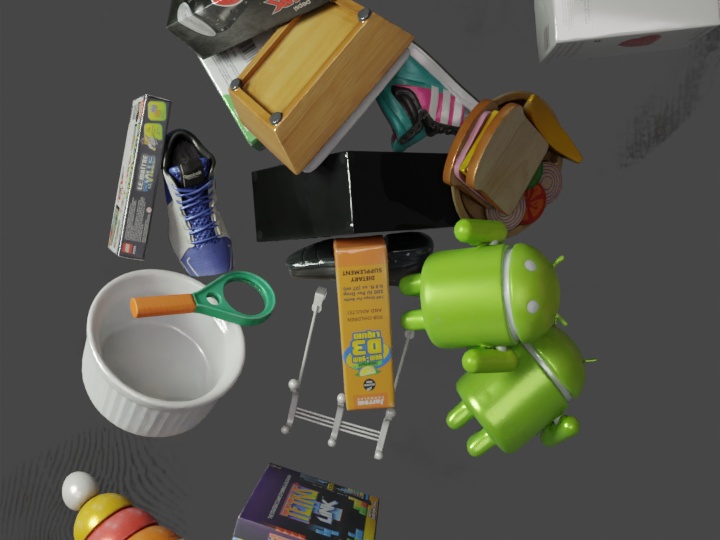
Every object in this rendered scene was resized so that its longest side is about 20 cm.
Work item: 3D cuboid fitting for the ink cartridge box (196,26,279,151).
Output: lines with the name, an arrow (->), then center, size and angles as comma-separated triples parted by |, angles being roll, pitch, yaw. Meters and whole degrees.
ink cartridge box -> -0.092, -0.274, 0.999 | 0.197, 0.083, 0.149 | -31, 90, 3

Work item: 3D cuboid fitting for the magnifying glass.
magnifying glass -> -0.196, 0.039, 0.980 | 0.023, 0.196, 0.081 | -54, 53, 40

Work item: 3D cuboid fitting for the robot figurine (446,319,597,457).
robot figurine -> 0.202, 0.149, 0.979 | 0.199, 0.116, 0.176 | -41, 77, 3

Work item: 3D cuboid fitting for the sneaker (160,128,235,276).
sneaker -> -0.218, -0.091, 0.989 | 0.079, 0.115, 0.205 | -15, 92, -13

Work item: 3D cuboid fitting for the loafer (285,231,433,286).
loafer -> 0.000, 0.000, 1.009 | 0.194, 0.073, 0.074 | -3, 116, 5

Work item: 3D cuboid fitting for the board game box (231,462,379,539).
board game box -> -0.063, 0.318, 0.958 | 0.162, 0.200, 0.058 | 18, 95, 2

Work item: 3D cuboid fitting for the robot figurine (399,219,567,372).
robot figurine -> 0.147, 0.031, 0.919 | 0.195, 0.115, 0.181 | -5, 82, 23

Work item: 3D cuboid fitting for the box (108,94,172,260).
box -> -0.290, -0.121, 1.001 | 0.034, 0.110, 0.205 | 10, 93, -26

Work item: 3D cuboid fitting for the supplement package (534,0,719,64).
supplement package -> 0.324, -0.339, 0.954 | 0.194, 0.121, 0.123 | -5, 92, 4

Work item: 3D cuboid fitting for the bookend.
bookend -> -0.003, -0.092, 0.983 | 0.197, 0.196, 0.095 | -6, 93, -41

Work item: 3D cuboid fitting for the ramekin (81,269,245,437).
ramekin -> -0.252, 0.108, 0.965 | 0.199, 0.201, 0.098 | 36, 129, 1

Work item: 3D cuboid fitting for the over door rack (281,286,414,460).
over door rack -> -0.016, 0.137, 1.016 | 0.144, 0.067, 0.205 | 15, 93, 2

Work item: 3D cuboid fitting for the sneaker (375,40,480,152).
sneaker -> 0.093, -0.189, 0.993 | 0.199, 0.084, 0.121 | 41, 100, -6

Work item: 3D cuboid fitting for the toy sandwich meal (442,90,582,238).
toy sandwich meal -> 0.192, -0.127, 0.948 | 0.201, 0.070, 0.210 | -12, 115, -28

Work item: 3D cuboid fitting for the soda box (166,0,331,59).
soda box -> -0.129, -0.319, 0.887 | 0.196, 0.070, 0.065 | -14, 60, 29

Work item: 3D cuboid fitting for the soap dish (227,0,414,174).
soap dish -> -0.053, -0.227, 0.881 | 0.201, 0.081, 0.157 | -48, 46, 2

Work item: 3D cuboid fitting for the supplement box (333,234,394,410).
supplement box -> 0.006, 0.064, 0.934 | 0.065, 0.069, 0.205 | -5, 105, -2

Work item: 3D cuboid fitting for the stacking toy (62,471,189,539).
stacking toy -> -0.333, 0.352, 1.031 | 0.146, 0.146, 0.200 | -47, 70, 4
